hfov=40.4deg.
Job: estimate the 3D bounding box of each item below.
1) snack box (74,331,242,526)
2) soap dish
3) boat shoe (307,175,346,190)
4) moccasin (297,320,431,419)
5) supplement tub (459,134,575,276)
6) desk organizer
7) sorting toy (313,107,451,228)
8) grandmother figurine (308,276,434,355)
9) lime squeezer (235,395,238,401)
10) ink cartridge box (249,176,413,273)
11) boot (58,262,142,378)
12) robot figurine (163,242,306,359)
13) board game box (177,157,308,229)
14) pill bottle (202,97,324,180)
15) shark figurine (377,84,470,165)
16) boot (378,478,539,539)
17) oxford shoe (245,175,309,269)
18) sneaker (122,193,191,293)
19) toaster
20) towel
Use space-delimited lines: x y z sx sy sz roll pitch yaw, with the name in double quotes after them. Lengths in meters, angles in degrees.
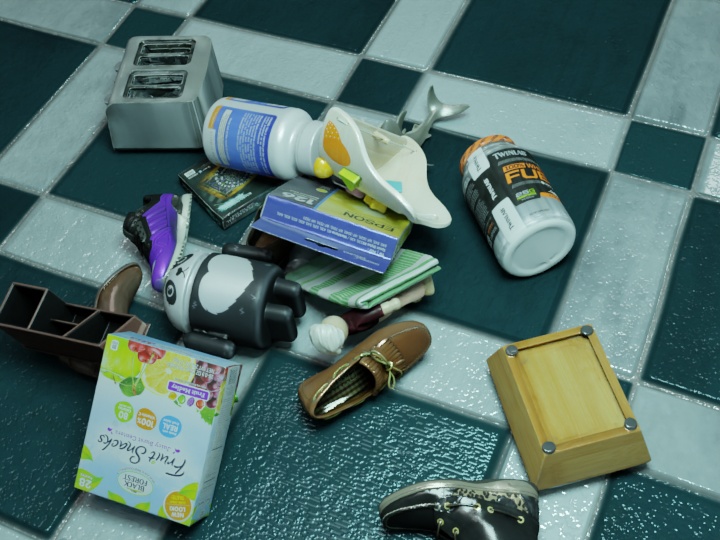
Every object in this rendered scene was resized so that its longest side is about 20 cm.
-0.254 0.196 1.231 0.166 0.068 0.203 13 93 14 "snack box"
0.266 0.169 1.262 0.155 0.082 0.202 -13 52 -5 "soap dish"
-0.012 -0.153 1.544 0.199 0.063 0.073 34 58 18 "boat shoe"
0.011 0.133 1.307 0.199 0.074 0.078 -25 22 -15 "moccasin"
0.227 -0.101 1.457 0.121 0.123 0.201 -17 52 -8 "supplement tub"
-0.397 0.075 1.339 0.198 0.077 0.072 8 65 26 "desk organizer"
0.043 -0.124 1.392 0.180 0.199 0.107 43 108 29 "sorting toy"
0.009 0.059 1.358 0.199 0.121 0.061 -28 79 -36 "grandmother figurine"
-0.262 0.188 1.301 0.198 0.071 0.038 -24 70 -12 "lime squeezer"
-0.033 -0.072 1.382 0.195 0.048 0.200 19 17 6 "ink cartridge box"
-0.301 0.097 1.383 0.198 0.064 0.188 21 69 25 "boot"
-0.179 0.041 1.377 0.197 0.127 0.150 11 17 13 "robot figurine"
-0.180 -0.161 1.603 0.199 0.028 0.135 -34 56 -21 "board game box"
-0.138 -0.202 1.524 0.198 0.113 0.113 15 53 28 "pill bottle"
0.095 -0.207 1.591 0.089 0.129 0.214 32 37 18 "shark figurine"
0.124 0.329 1.156 0.197 0.074 0.152 -2 51 -3 "boot"
-0.119 -0.083 1.500 0.072 0.085 0.201 9 51 15 "oxford shoe"
-0.314 -0.044 1.483 0.098 0.070 0.202 9 42 -9 "sneaker"
-0.326 -0.298 1.669 0.197 0.119 0.183 1 52 6 "toaster"
0.000 0.000 1.396 0.151 0.024 0.199 -28 27 -26 "towel"
